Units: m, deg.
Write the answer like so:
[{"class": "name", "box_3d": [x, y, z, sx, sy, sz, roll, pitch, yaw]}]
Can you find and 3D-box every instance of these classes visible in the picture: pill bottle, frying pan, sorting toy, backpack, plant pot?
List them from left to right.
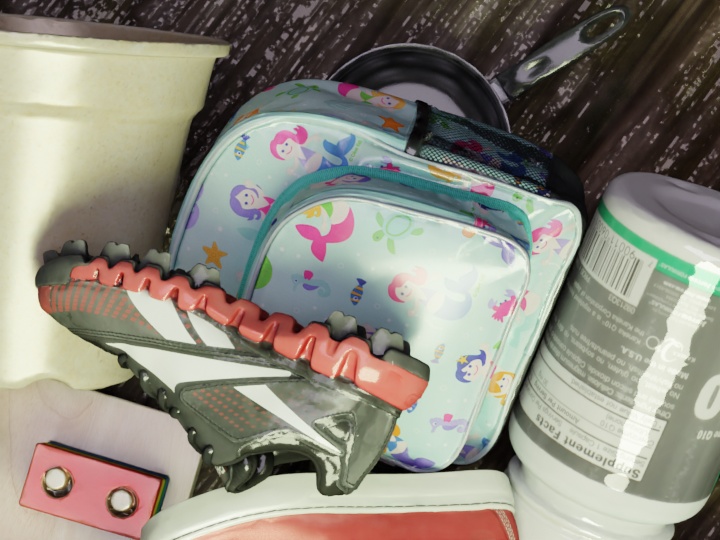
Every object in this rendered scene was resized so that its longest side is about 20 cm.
[{"class": "sorting toy", "box_3d": [-0.206, 0.151, 1.270, 0.199, 0.070, 0.200, 17, 87, 2]}, {"class": "plant pot", "box_3d": [-0.175, -0.038, 1.233, 0.200, 0.200, 0.184, 6, 97, 1]}, {"class": "backpack", "box_3d": [0.000, 0.000, 1.223, 0.200, 0.151, 0.178, 23, 112, 3]}, {"class": "frying pan", "box_3d": [0.048, -0.097, 1.298, 0.115, 0.031, 0.190, 36, 89, 1]}, {"class": "pill bottle", "box_3d": [0.145, 0.060, 1.226, 0.113, 0.113, 0.200, 22, 110, 2]}]

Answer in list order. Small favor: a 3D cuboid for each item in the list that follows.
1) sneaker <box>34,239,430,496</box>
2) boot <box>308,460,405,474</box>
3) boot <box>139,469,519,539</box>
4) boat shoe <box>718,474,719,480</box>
[{"class": "sneaker", "box_3d": [-0.072, 0.050, 1.127, 0.200, 0.071, 0.098, 19, 85, 11]}, {"class": "boot", "box_3d": [-0.041, 0.151, 1.246, 0.200, 0.068, 0.131, 23, 85, -32]}, {"class": "boot", "box_3d": [-0.007, 0.177, 1.165, 0.200, 0.072, 0.144, -1, 69, -20]}, {"class": "boat shoe", "box_3d": [0.227, 0.036, 1.271, 0.068, 0.072, 0.200, 25, 85, 0]}]
